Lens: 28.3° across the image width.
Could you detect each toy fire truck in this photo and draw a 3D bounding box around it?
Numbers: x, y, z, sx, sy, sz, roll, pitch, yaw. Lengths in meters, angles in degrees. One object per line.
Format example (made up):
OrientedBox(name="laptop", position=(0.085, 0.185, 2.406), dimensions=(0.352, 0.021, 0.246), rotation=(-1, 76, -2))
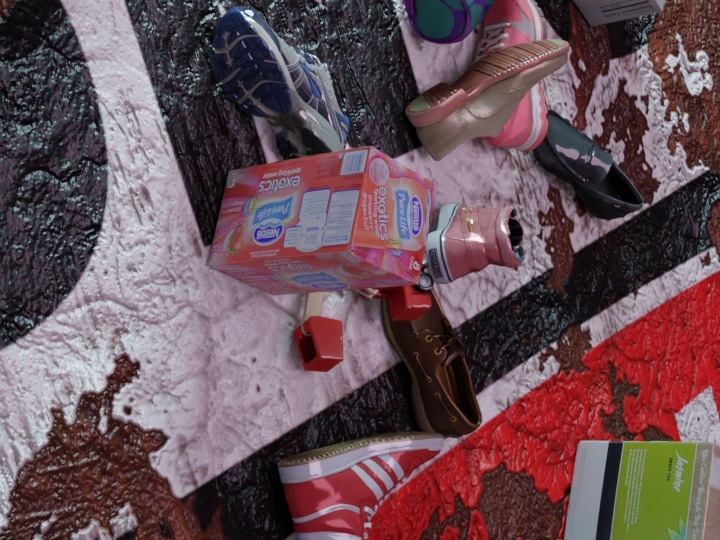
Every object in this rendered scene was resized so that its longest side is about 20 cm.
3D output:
OrientedBox(name="toy fire truck", position=(0.000, 0.000, 1.445), dimensions=(0.140, 0.049, 0.201), rotation=(1, 71, -22))

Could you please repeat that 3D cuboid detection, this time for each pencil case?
OrientedBox(name="pencil case", position=(0.125, -0.341, 1.588), dimensions=(0.200, 0.092, 0.085), rotation=(-52, 160, -35))

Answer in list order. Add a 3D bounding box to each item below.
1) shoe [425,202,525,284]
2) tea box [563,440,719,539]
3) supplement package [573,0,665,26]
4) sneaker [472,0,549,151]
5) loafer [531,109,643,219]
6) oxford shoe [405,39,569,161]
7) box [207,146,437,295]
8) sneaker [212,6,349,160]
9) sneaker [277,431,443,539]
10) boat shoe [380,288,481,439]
OrientedBox(name="shoe", position=(0.130, -0.034, 1.505), dimensions=(0.200, 0.091, 0.072), rotation=(-48, 125, -73))
OrientedBox(name="tea box", position=(0.385, 0.293, 1.714), dimensions=(0.200, 0.196, 0.134), rotation=(26, 68, -41))
OrientedBox(name="supplement package", position=(0.294, -0.414, 1.746), dimensions=(0.200, 0.109, 0.114), rotation=(45, 58, -33))
OrientedBox(name="sneaker", position=(0.163, -0.236, 1.627), dimensions=(0.087, 0.074, 0.201), rotation=(-7, 90, -41))
OrientedBox(name="loafer", position=(0.273, -0.132, 1.727), dimensions=(0.200, 0.070, 0.068), rotation=(41, 59, -35))
OrientedBox(name="oxford shoe", position=(0.147, -0.192, 1.574), dimensions=(0.199, 0.071, 0.074), rotation=(-28, 115, -6))
OrientedBox(name="box", position=(-0.037, -0.041, 1.318), dimensions=(0.094, 0.199, 0.103), rotation=(26, 68, -40))
OrientedBox(name="sneaker", position=(-0.074, -0.184, 1.396), dimensions=(0.200, 0.077, 0.085), rotation=(57, 41, -35))
OrientedBox(name="sneaker", position=(0.009, 0.227, 1.431), dimensions=(0.199, 0.071, 0.113), rotation=(-9, 89, -37))
OrientedBox(name="boat shoe", position=(0.081, 0.082, 1.515), dimensions=(0.072, 0.067, 0.201), rotation=(-23, 98, -41))
